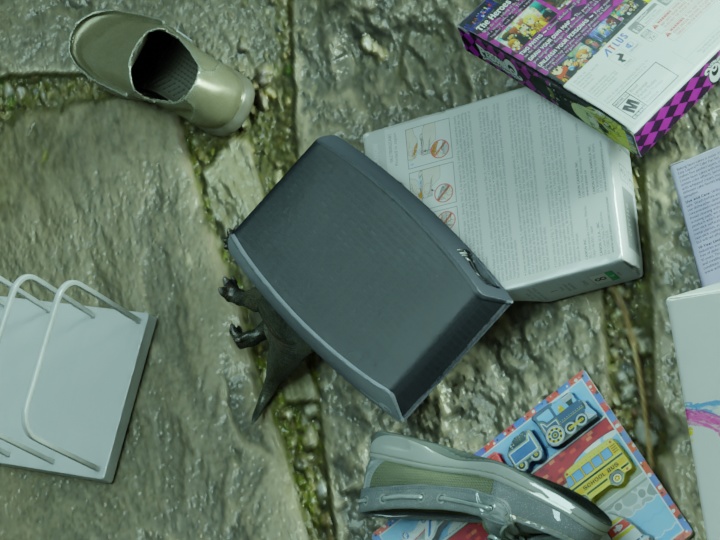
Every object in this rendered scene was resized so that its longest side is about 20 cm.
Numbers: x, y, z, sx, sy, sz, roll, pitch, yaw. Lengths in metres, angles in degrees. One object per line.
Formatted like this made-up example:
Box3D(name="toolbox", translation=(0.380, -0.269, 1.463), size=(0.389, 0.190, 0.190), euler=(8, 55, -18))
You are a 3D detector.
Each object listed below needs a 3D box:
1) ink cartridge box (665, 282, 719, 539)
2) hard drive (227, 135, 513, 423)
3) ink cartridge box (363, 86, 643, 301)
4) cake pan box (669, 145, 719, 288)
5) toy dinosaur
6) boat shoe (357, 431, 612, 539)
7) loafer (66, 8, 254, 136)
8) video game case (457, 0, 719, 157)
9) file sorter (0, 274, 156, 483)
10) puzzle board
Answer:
Box3D(name="ink cartridge box", translation=(0.280, 0.075, 1.430), size=(0.125, 0.128, 0.201), euler=(-10, 90, 24))
Box3D(name="hard drive", translation=(0.000, 0.000, 1.650), size=(0.135, 0.042, 0.200), euler=(-47, 64, 3))
Box3D(name="ink cartridge box", translation=(0.104, -0.050, 1.677), size=(0.200, 0.050, 0.161), euler=(-16, 64, 26))
Box3D(name="cake pan box", translation=(0.326, -0.023, 1.537), size=(0.200, 0.052, 0.185), euler=(-23, 63, 20))
Box3D(name="toy dinosaur", translation=(-0.053, 0.017, 1.719), size=(0.102, 0.077, 0.200), euler=(7, 71, 38))
Box3D(name="boat shoe", translation=(0.084, 0.163, 1.568), size=(0.202, 0.074, 0.065), euler=(14, 84, 36))
Box3D(name="loafer", translation=(-0.173, -0.175, 1.868), size=(0.200, 0.068, 0.076), euler=(24, 83, 34))
Box3D(name="video game case", translation=(0.203, -0.196, 1.652), size=(0.200, 0.036, 0.181), euler=(-44, 54, -15))
Box3D(name="file sorter", translation=(-0.292, 0.074, 1.800), size=(0.200, 0.124, 0.139), euler=(5, 73, 31))
Box3D(name="puzzle board", translation=(0.117, 0.185, 1.590), size=(0.200, 0.017, 0.151), euler=(-39, 56, 11))
